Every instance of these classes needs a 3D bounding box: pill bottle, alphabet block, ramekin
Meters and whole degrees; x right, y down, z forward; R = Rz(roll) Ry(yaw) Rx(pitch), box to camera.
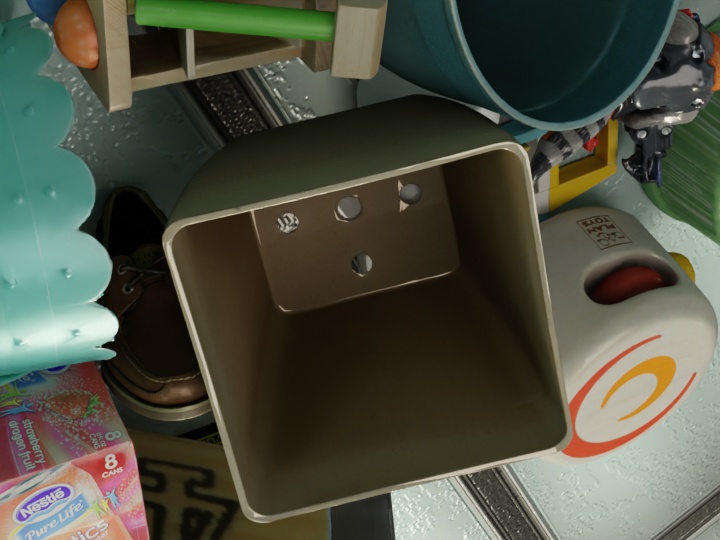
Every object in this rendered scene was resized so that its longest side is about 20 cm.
[{"bbox_3d":[0.050,-0.045,1.047,0.113,0.114,0.202,-20,131,-18],"label":"pill bottle"},{"bbox_3d":[-0.137,0.248,1.041,0.198,0.197,0.197,11,125,-12],"label":"alphabet block"},{"bbox_3d":[0.331,-0.104,1.190,0.198,0.098,0.202,-17,130,-21],"label":"ramekin"}]

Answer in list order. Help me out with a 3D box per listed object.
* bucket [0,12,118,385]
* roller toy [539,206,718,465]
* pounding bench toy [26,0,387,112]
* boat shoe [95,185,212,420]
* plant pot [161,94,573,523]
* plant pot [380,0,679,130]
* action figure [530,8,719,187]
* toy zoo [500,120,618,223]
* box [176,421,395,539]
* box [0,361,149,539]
[{"bbox_3d":[-0.225,-0.031,0.832,0.133,0.208,0.209,-15,129,-16],"label":"bucket"},{"bbox_3d":[0.178,0.046,1.177,0.200,0.140,0.182,-41,145,8],"label":"roller toy"},{"bbox_3d":[-0.092,-0.162,0.812,0.155,0.200,0.125,-15,130,-23],"label":"pounding bench toy"},{"bbox_3d":[-0.134,0.015,0.917,0.071,0.200,0.069,-12,123,-17],"label":"boat shoe"},{"bbox_3d":[0.000,0.000,0.893,0.198,0.178,0.202,-14,118,0],"label":"plant pot"},{"bbox_3d":[0.059,-0.194,0.870,0.199,0.187,0.203,-12,109,-39],"label":"plant pot"},{"bbox_3d":[0.195,-0.114,1.069,0.192,0.105,0.201,-22,129,-3],"label":"action figure"},{"bbox_3d":[0.136,-0.113,1.115,0.130,0.020,0.202,-22,132,-17],"label":"toy zoo"},{"bbox_3d":[-0.068,0.193,1.196,0.191,0.048,0.202,-18,130,-15],"label":"box"},{"bbox_3d":[-0.211,0.092,0.923,0.102,0.200,0.095,-15,130,-19],"label":"box"}]
